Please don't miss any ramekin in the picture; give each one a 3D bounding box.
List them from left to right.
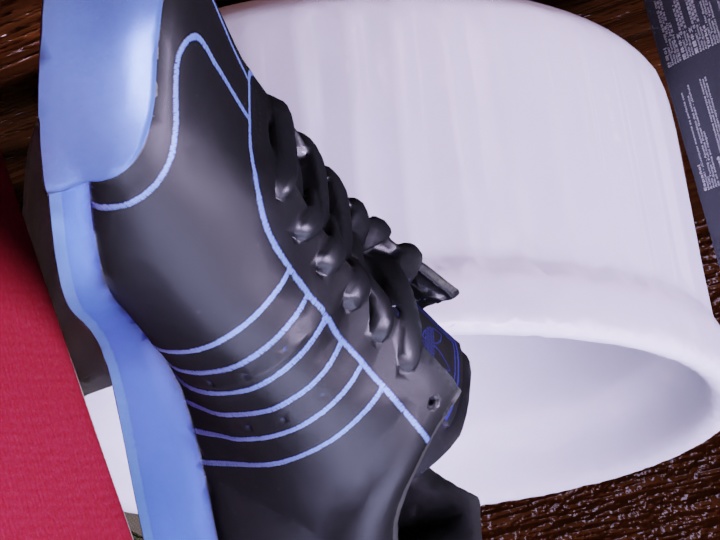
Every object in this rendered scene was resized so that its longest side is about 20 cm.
[{"bbox_3d":[0.000,0.000,0.751,0.199,0.098,0.201,-3,162,-1],"label":"ramekin"}]

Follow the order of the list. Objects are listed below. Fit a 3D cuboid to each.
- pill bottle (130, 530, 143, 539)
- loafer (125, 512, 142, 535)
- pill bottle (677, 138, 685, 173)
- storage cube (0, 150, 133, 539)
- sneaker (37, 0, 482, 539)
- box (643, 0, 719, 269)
[{"bbox_3d":[-0.091,0.114,0.703,0.199,0.115,0.114,22,-160,34],"label":"pill bottle"},{"bbox_3d":[-0.079,0.068,0.874,0.199,0.076,0.070,-4,159,-20],"label":"loafer"},{"bbox_3d":[0.014,-0.013,0.923,0.106,0.107,0.200,-12,176,-45],"label":"pill bottle"},{"bbox_3d":[-0.167,0.058,0.556,0.170,0.201,0.180,-17,-177,27],"label":"storage cube"},{"bbox_3d":[-0.018,0.002,0.589,0.078,0.070,0.200,-4,138,5],"label":"sneaker"},{"bbox_3d":[0.176,-0.018,0.766,0.161,0.201,0.049,-14,175,-30],"label":"box"}]
